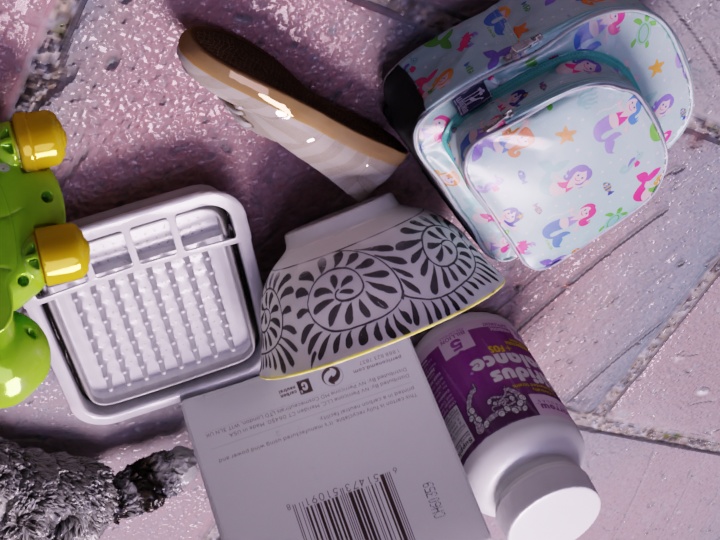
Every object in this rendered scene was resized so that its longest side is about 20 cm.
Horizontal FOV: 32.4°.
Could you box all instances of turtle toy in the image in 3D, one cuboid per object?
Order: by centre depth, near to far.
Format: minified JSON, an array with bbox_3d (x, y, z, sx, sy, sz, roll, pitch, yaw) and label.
[{"bbox_3d":[-0.251,-0.009,0.804,0.145,0.201,0.101,-12,176,-15],"label":"turtle toy"}]

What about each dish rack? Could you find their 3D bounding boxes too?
[{"bbox_3d":[-0.161,0.023,0.944,0.171,0.044,0.200,-18,134,-9],"label":"dish rack"}]

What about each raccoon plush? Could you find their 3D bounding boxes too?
[{"bbox_3d":[-0.246,0.153,1.011,0.200,0.097,0.134,-32,127,-23],"label":"raccoon plush"}]

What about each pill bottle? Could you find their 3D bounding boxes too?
[{"bbox_3d":[0.123,0.138,1.057,0.112,0.200,0.112,-14,134,-15],"label":"pill bottle"}]

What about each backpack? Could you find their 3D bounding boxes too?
[{"bbox_3d":[0.139,-0.114,0.891,0.200,0.151,0.178,-36,133,3],"label":"backpack"}]

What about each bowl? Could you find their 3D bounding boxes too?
[{"bbox_3d":[0.000,0.000,0.932,0.200,0.201,0.094,-22,94,-5],"label":"bowl"}]

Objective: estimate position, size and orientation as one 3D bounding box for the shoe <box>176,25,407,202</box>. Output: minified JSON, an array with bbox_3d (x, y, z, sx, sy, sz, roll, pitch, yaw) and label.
[{"bbox_3d":[-0.050,-0.104,0.861,0.200,0.070,0.053,26,113,-38],"label":"shoe"}]

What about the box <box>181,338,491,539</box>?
[{"bbox_3d":[-0.021,0.183,1.017,0.198,0.200,0.131,-18,153,-9],"label":"box"}]
